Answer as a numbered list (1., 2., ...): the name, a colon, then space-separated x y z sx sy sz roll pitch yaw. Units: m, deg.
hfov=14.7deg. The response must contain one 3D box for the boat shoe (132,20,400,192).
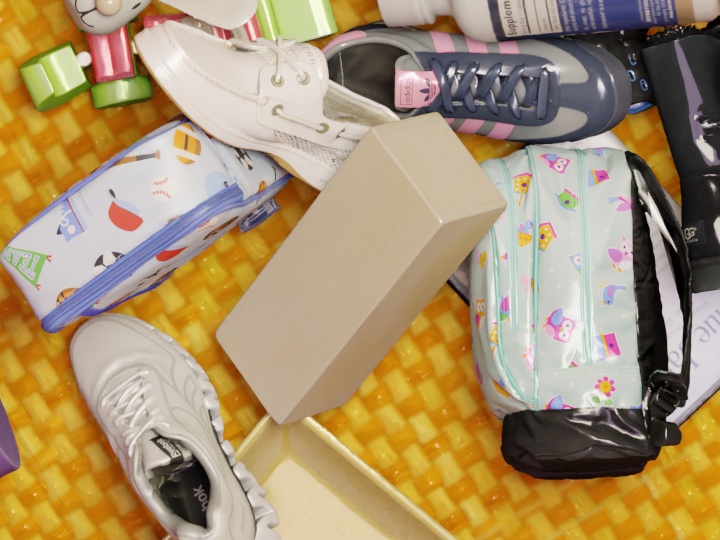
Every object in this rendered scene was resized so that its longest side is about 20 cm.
1. boat shoe: -0.050 -0.108 1.630 0.069 0.200 0.071 -40 54 20

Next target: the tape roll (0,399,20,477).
1. tape roll: -0.283 0.046 1.668 0.085 0.200 0.200 -25 93 -3

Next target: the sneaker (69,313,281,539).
1. sneaker: -0.121 0.100 1.711 0.075 0.081 0.200 -40 63 6

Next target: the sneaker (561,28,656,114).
1. sneaker: 0.176 -0.164 1.745 0.200 0.073 0.112 -38 82 8

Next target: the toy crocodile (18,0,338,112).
1. toy crocodile: -0.113 -0.142 1.741 0.200 0.062 0.068 -11 92 -3

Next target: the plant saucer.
1. plant saucer: -0.037 0.216 1.763 0.200 0.048 0.200 40 88 -3

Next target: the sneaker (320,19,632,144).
1. sneaker: 0.063 -0.109 1.701 0.200 0.082 0.070 7 105 28

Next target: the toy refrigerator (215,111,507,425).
1. toy refrigerator: 0.000 0.000 1.688 0.076 0.070 0.200 53 130 19

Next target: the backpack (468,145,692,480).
1. backpack: 0.128 0.022 1.697 0.126 0.167 0.200 -2 81 -8

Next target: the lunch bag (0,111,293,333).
1. lunch bag: -0.127 -0.031 1.675 0.160 0.200 0.076 -37 87 15

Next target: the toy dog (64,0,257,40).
1. toy dog: -0.075 -0.198 1.657 0.132 0.096 0.200 37 93 -16

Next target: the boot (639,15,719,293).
1. boot: 0.272 -0.082 1.712 0.200 0.076 0.169 -9 91 -22

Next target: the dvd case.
1. dvd case: 0.154 0.010 1.782 0.143 0.018 0.200 -43 94 -2

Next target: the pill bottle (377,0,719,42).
1. pill bottle: 0.110 -0.193 1.661 0.200 0.111 0.111 -4 92 10
